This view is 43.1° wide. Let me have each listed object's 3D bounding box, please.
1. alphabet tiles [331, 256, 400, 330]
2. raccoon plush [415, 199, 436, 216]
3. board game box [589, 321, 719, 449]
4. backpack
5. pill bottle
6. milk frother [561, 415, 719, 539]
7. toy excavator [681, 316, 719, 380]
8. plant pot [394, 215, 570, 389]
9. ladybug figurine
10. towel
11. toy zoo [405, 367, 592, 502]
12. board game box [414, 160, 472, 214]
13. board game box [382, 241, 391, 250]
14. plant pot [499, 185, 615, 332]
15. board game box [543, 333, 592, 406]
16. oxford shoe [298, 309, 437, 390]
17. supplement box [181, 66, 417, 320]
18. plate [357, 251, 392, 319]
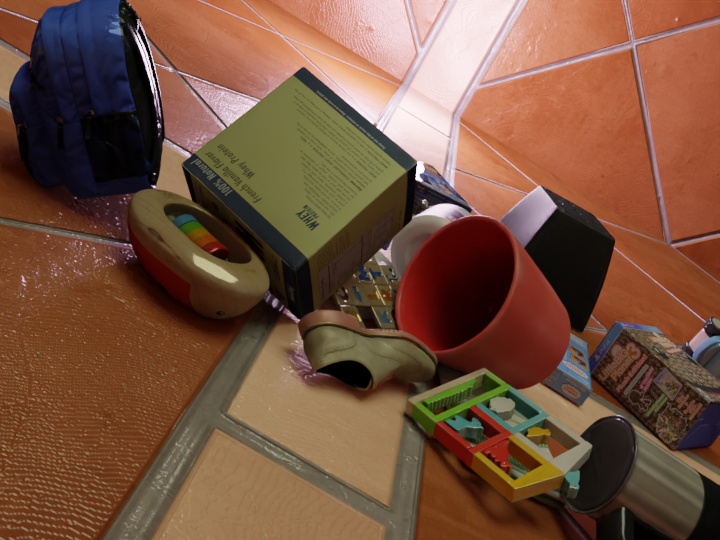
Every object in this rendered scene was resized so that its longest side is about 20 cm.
[{"bbox_3d":[0.008,0.019,1.197,0.166,0.008,0.202,4,55,-53],"label":"alphabet tiles"},{"bbox_3d":[0.108,-0.067,1.552,0.133,0.098,0.199,34,18,33],"label":"raccoon plush"},{"bbox_3d":[0.497,0.187,1.497,0.158,0.098,0.200,9,29,-48],"label":"board game box"},{"bbox_3d":[-0.310,-0.199,1.033,0.165,0.203,0.163,-8,28,-12],"label":"backpack"},{"bbox_3d":[0.118,-0.037,1.360,0.112,0.113,0.200,34,17,8],"label":"pill bottle"},{"bbox_3d":[0.352,0.244,0.966,0.187,0.201,0.181,32,27,-16],"label":"milk frother"},{"bbox_3d":[0.791,0.219,1.901,0.192,0.100,0.202,20,35,-25],"label":"toy excavator"},{"bbox_3d":[0.172,0.058,1.197,0.177,0.201,0.201,36,13,-36],"label":"plant pot"},{"bbox_3d":[-0.185,-0.016,0.996,0.200,0.073,0.135,42,22,27],"label":"ladybug figurine"},{"bbox_3d":[0.169,0.195,1.096,0.151,0.024,0.201,26,20,-13],"label":"towel"},{"bbox_3d":[0.161,0.183,1.002,0.130,0.021,0.199,-15,36,-36],"label":"toy zoo"},{"bbox_3d":[0.111,-0.177,1.857,0.198,0.062,0.201,25,19,-18],"label":"board game box"},{"bbox_3d":[-0.053,-0.121,1.478,0.198,0.044,0.199,24,16,-20],"label":"board game box"},{"bbox_3d":[0.362,-0.038,1.721,0.197,0.179,0.201,26,19,-16],"label":"plant pot"},{"bbox_3d":[0.290,0.121,1.436,0.150,0.037,0.200,32,19,2],"label":"board game box"},{"bbox_3d":[0.012,0.108,1.035,0.198,0.071,0.075,18,48,-35],"label":"oxford shoe"},{"bbox_3d":[-0.070,-0.092,1.097,0.200,0.199,0.135,41,-21,19],"label":"supplement box"},{"bbox_3d":[0.000,0.000,1.302,0.198,0.033,0.199,9,29,-50],"label":"plate"}]
